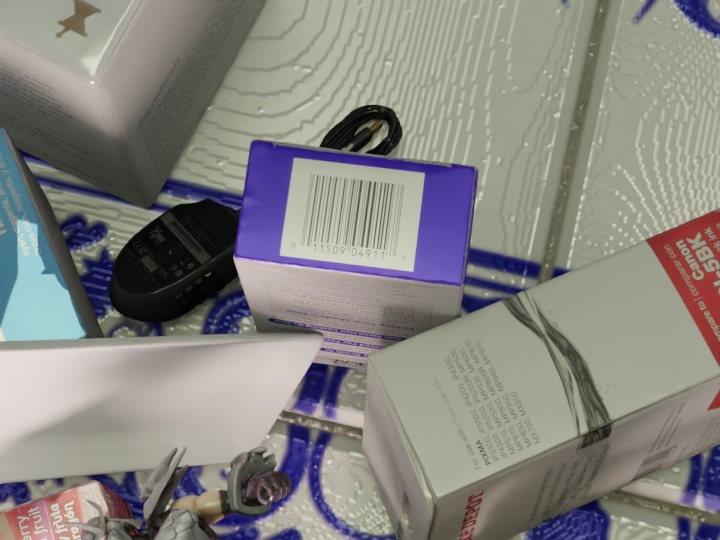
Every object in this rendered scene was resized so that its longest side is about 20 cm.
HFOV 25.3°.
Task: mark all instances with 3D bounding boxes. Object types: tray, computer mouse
[{"bbox_3d":[-0.123,0.064,0.812,0.198,0.108,0.022,-1,49,-35],"label":"tray"},{"bbox_3d":[-0.057,-0.031,0.920,0.199,0.034,0.059,-32,48,-12],"label":"computer mouse"}]

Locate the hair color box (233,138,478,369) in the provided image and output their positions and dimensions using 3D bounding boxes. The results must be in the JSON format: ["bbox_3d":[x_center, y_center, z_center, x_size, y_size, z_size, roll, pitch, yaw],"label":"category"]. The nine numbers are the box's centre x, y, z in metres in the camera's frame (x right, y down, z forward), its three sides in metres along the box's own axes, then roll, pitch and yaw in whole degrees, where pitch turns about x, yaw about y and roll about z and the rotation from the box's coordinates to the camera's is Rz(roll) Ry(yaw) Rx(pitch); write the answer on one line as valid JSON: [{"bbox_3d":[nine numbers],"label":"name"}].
[{"bbox_3d":[0.000,0.000,0.819,0.108,0.200,0.066,7,73,3],"label":"hair color box"}]

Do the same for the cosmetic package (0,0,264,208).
[{"bbox_3d":[-0.158,-0.165,0.867,0.166,0.200,0.167,26,76,7],"label":"cosmetic package"}]

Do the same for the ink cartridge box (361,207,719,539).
[{"bbox_3d":[0.104,0.065,0.817,0.198,0.147,0.083,-22,68,-11],"label":"ink cartridge box"}]

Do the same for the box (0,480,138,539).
[{"bbox_3d":[-0.141,0.220,0.814,0.095,0.100,0.202,-18,76,-4],"label":"box"}]

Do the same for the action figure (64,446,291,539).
[{"bbox_3d":[-0.048,0.154,0.761,0.198,0.069,0.131,22,72,1],"label":"action figure"}]

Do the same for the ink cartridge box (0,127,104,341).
[{"bbox_3d":[-0.246,0.036,0.850,0.198,0.129,0.126,-23,75,-6],"label":"ink cartridge box"}]
